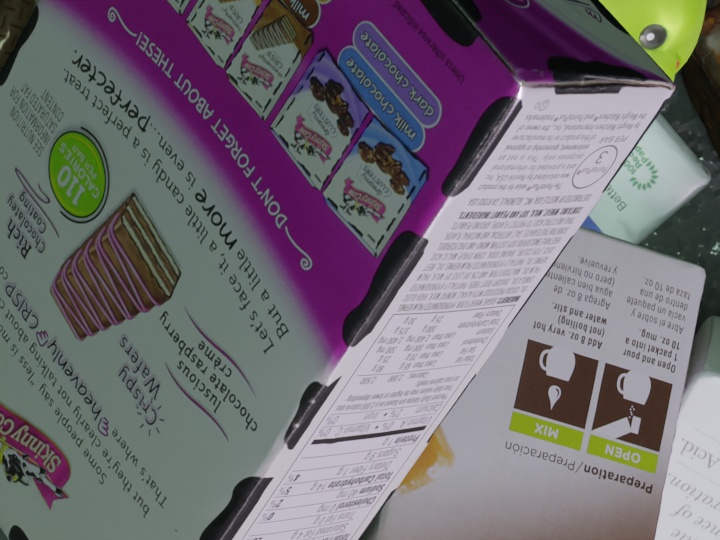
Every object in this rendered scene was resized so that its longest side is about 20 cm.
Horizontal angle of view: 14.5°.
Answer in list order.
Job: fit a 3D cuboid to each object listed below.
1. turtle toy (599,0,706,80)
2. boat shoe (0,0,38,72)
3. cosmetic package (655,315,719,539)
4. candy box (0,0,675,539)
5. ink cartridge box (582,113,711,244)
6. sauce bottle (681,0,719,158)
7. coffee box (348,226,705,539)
[{"bbox_3d":[0.013,-0.120,0.763,0.200,0.101,0.146,37,127,-14],"label":"turtle toy"},{"bbox_3d":[-0.123,-0.007,0.802,0.076,0.072,0.200,20,128,-30],"label":"boat shoe"},{"bbox_3d":[0.094,0.124,0.817,0.102,0.074,0.200,28,105,3],"label":"cosmetic package"},{"bbox_3d":[-0.030,-0.014,0.693,0.061,0.136,0.200,-2,135,-47],"label":"candy box"},{"bbox_3d":[0.000,0.000,0.853,0.200,0.037,0.095,-41,103,-2],"label":"ink cartridge box"},{"bbox_3d":[0.195,-0.088,0.850,0.200,0.066,0.066,-24,102,-2],"label":"sauce bottle"},{"bbox_3d":[0.015,0.090,0.761,0.080,0.114,0.200,17,76,-21],"label":"coffee box"}]
